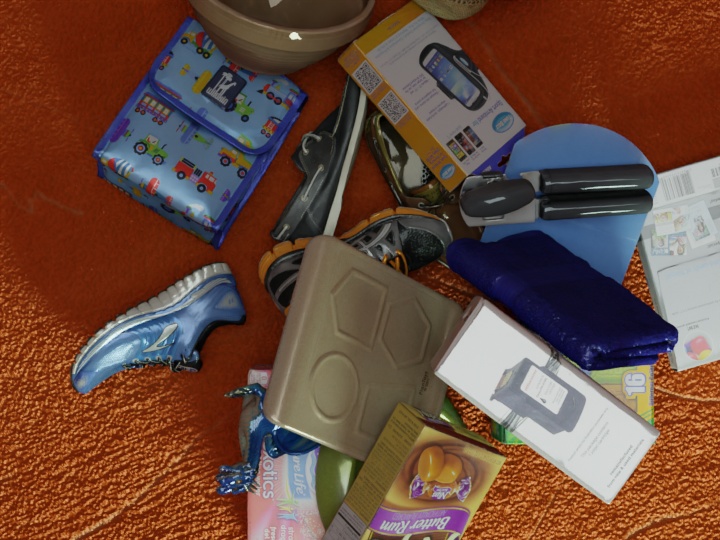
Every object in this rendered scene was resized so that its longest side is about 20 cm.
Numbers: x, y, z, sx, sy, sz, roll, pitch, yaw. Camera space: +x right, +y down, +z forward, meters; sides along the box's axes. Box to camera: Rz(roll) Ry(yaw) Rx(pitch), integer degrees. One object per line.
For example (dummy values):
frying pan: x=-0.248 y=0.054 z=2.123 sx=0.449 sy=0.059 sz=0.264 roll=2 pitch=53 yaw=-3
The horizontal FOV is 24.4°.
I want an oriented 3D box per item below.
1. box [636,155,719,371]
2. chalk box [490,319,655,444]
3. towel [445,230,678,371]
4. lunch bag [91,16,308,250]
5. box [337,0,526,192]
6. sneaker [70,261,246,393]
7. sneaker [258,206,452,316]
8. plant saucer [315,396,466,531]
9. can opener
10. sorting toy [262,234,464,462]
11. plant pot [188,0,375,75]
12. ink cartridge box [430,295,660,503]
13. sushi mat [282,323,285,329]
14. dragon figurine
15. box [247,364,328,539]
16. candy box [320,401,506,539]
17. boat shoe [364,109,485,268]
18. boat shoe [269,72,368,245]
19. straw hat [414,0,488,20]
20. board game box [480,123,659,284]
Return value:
box: x=0.371 y=-0.014 z=1.722 sx=0.155 sy=0.041 sz=0.202 roll=-16 pitch=88 yaw=1
chalk box: x=0.189 y=0.112 z=1.679 sx=0.198 sy=0.124 sz=0.125 roll=-1 pitch=89 yaw=1
towel: x=0.189 y=0.031 z=1.582 sx=0.200 sy=0.147 sz=0.050 roll=38 pitch=122 yaw=37
lunch bag: x=-0.158 y=-0.150 z=1.711 sx=0.150 sy=0.094 sz=0.201 roll=31 pitch=77 yaw=2
box: x=0.081 y=-0.171 z=1.693 sx=0.200 sy=0.041 sz=0.119 roll=51 pitch=49 yaw=-1
sneaker: x=-0.205 y=0.074 z=1.701 sx=0.199 sy=0.079 sz=0.090 roll=-31 pitch=87 yaw=-1
sneaker: x=0.000 y=0.000 z=1.671 sx=0.198 sy=0.078 sz=0.079 roll=-18 pitch=134 yaw=-1
plant saucer: x=0.045 y=0.208 z=1.669 sx=0.199 sy=0.031 sz=0.202 roll=0 pitch=89 yaw=-35
can opener: x=0.195 y=-0.069 z=1.639 sx=0.198 sy=0.067 sz=0.054 roll=-4 pitch=112 yaw=-5
sorting toy: x=0.003 y=0.085 z=1.599 sx=0.199 sy=0.036 sz=0.187 roll=26 pitch=72 yaw=-36
plant pot: x=-0.089 y=-0.263 z=1.679 sx=0.199 sy=0.202 sz=0.093 roll=18 pitch=131 yaw=0
ink cartridge box: x=0.165 y=0.116 z=1.545 sx=0.199 sy=0.145 sz=0.085 roll=37 pitch=90 yaw=1
sushi mat: x=0.019 y=0.060 z=1.667 sx=0.199 sy=0.012 sz=0.096 roll=30 pitch=106 yaw=-39
dragon figurine: x=-0.067 y=0.147 z=1.601 sx=0.199 sy=0.059 sz=0.100 roll=-21 pitch=89 yaw=-32
box: x=-0.067 y=0.197 z=1.688 sx=0.094 sy=0.103 sz=0.202 roll=0 pitch=88 yaw=0
candy box: x=0.041 y=0.238 z=1.594 sx=0.116 sy=0.056 sz=0.201 roll=24 pitch=99 yaw=-37
boat shoe: x=0.068 y=-0.077 z=1.708 sx=0.072 sy=0.068 sz=0.200 roll=-38 pitch=89 yaw=-1
boat shoe: x=-0.037 y=-0.117 z=1.708 sx=0.067 sy=0.072 sz=0.202 roll=18 pitch=92 yaw=0
straw hat: x=0.096 y=-0.303 z=1.697 sx=0.200 sy=0.202 sz=0.085 roll=24 pitch=130 yaw=0
board game box: x=0.207 y=-0.056 z=1.703 sx=0.157 sy=0.039 sz=0.202 roll=16 pitch=104 yaw=-10
